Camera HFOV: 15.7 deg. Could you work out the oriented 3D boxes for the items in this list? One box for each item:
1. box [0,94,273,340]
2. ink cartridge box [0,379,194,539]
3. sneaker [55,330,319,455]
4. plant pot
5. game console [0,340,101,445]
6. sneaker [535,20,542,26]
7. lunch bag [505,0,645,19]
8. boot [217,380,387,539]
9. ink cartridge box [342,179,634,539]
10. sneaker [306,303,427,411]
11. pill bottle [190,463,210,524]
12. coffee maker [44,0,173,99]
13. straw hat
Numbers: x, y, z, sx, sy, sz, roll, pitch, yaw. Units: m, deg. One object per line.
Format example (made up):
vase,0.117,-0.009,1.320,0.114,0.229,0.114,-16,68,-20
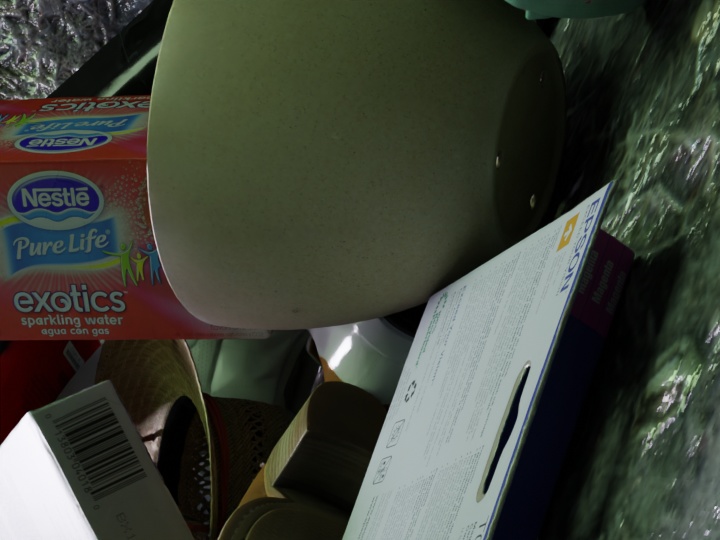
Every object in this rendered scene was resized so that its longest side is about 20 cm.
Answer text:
box,-0.129,-0.027,1.268,0.100,0.199,0.096,-59,-34,-64
ink cartridge box,-0.149,0.140,1.313,0.050,0.109,0.200,-23,-11,-29
sneaker,-0.100,0.088,1.437,0.200,0.115,0.074,-57,-25,-13
plant pot,0.012,-0.064,1.135,0.200,0.134,0.201,10,-90,-67
game console,-0.236,0.077,1.422,0.173,0.118,0.200,-63,-10,-13
sneaker,0.035,-0.143,1.369,0.071,0.093,0.200,-67,11,-6
lunch bag,0.105,-0.208,1.110,0.171,0.122,0.200,-61,7,23
boot,-0.042,0.161,1.175,0.155,0.074,0.200,-64,-1,33
ink cartridge box,0.045,0.082,1.001,0.197,0.043,0.200,-69,13,-19
sneaker,0.000,0.000,1.293,0.085,0.073,0.200,-57,16,31
pill bottle,-0.142,0.171,1.513,0.111,0.111,0.200,-58,14,38
coffee maker,-0.097,-0.081,1.370,0.200,0.135,0.192,-43,1,8
straw hat,-0.073,0.112,1.344,0.201,0.085,0.202,180,90,-66
